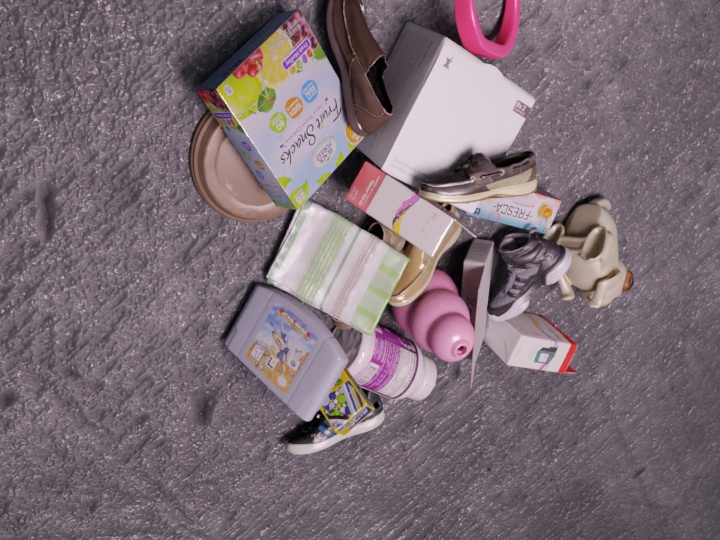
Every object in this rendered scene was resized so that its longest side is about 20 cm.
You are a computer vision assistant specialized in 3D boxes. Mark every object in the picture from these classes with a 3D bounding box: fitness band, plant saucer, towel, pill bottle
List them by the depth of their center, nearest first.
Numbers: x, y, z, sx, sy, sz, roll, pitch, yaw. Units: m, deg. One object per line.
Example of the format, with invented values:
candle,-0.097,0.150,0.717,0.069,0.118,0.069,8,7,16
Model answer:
fitness band,0.188,-0.387,1.019,0.198,0.036,0.149,-16,109,-58
plant saucer,-0.151,-0.162,1.030,0.194,0.030,0.206,-12,120,-21
towel,-0.038,-0.003,1.111,0.196,0.031,0.152,28,105,-1
pill bottle,0.043,0.164,1.254,0.197,0.112,0.114,27,103,-35

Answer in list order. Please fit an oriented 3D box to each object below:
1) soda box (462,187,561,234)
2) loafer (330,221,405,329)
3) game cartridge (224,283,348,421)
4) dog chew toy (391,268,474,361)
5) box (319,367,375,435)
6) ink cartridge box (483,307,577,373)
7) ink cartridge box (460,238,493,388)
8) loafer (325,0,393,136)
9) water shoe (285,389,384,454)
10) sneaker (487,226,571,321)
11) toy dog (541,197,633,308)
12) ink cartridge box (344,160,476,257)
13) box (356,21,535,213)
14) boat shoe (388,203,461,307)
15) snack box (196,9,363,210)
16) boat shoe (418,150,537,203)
soda box,0.256,-0.123,1.236,0.195,0.064,0.070,11,112,-30
loafer,0.000,0.000,1.162,0.067,0.075,0.204,26,93,-51
game cartridge,-0.117,0.119,1.104,0.135,0.198,0.041,-59,157,16
dog chew toy,0.129,0.080,1.194,0.121,0.201,0.128,-9,120,-16
box,-0.063,0.162,1.143,0.070,0.201,0.064,-38,158,0
ink cartridge box,0.342,0.139,1.389,0.195,0.116,0.069,11,111,-32
ink cartridge box,0.198,0.074,1.255,0.043,0.177,0.205,9,120,16
loafer,0.008,-0.294,0.972,0.072,0.069,0.206,-23,102,-55
water shoe,-0.053,0.274,1.306,0.195,0.071,0.081,-18,96,-16
sneaker,0.279,0.002,1.280,0.113,0.076,0.200,36,124,-13
toy dog,0.447,-0.018,1.364,0.201,0.137,0.197,52,51,-35
ink cartridge box,0.080,-0.086,1.075,0.197,0.116,0.068,34,102,3
box,0.122,-0.229,1.068,0.195,0.131,0.204,20,106,-33
boat shoe,0.098,-0.034,1.170,0.202,0.070,0.077,-56,153,-21
snack box,-0.100,-0.216,0.963,0.170,0.067,0.202,-49,127,-21
boat shoe,0.171,-0.139,1.024,0.195,0.073,0.067,-10,111,-25
